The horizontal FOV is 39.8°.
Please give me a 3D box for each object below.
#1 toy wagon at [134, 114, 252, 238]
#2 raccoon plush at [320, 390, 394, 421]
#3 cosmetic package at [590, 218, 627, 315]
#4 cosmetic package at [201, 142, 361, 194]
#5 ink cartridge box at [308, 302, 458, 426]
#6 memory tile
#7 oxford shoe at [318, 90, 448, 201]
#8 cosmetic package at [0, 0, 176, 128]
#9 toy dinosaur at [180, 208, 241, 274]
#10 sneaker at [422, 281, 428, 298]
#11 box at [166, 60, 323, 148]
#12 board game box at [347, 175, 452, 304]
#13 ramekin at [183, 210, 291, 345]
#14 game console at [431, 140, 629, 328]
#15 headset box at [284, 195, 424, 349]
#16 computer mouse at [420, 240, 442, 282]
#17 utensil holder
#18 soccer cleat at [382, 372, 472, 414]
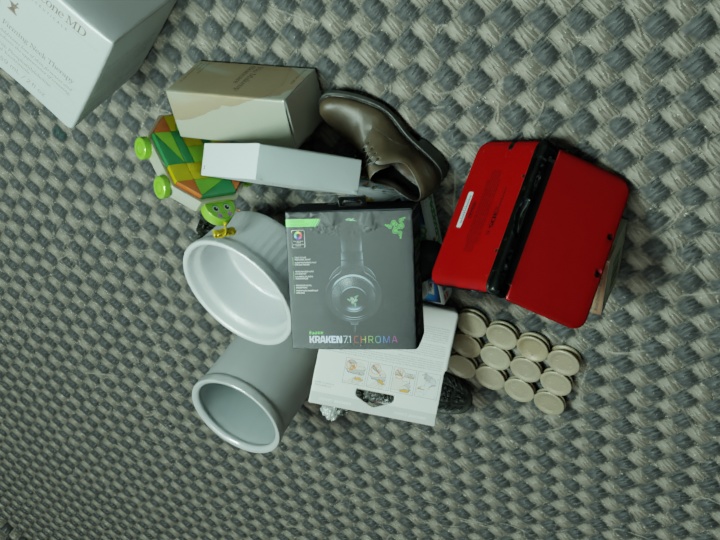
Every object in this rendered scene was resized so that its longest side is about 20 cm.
[{"bbox_3d":[-0.226,-0.139,1.428,0.040,0.154,0.201,-49,63,45],"label":"toy wagon"},{"bbox_3d":[0.020,0.148,1.563,0.097,0.199,0.135,34,150,46],"label":"raccoon plush"},{"bbox_3d":[0.236,-0.029,1.301,0.199,0.087,0.104,16,138,22],"label":"cosmetic package"},{"bbox_3d":[-0.111,-0.139,1.348,0.200,0.150,0.052,13,98,60],"label":"cosmetic package"},{"bbox_3d":[0.033,0.127,1.498,0.198,0.045,0.178,11,97,-1],"label":"ink cartridge box"},{"bbox_3d":[0.232,0.139,1.523,0.199,0.017,0.154,23,138,17],"label":"memory tile"},{"bbox_3d":[0.020,-0.166,1.325,0.199,0.085,0.073,36,142,2],"label":"oxford shoe"},{"bbox_3d":[-0.385,-0.345,1.372,0.167,0.167,0.200,41,139,-6],"label":"cosmetic package"},{"bbox_3d":[-0.211,-0.033,1.633,0.135,0.102,0.201,17,120,-1],"label":"toy dinosaur"},{"bbox_3d":[0.000,0.000,1.445,0.199,0.082,0.075,28,141,12],"label":"sneaker"},{"bbox_3d":[-0.158,-0.231,1.380,0.199,0.095,0.078,9,132,27],"label":"box"},{"bbox_3d":[0.057,-0.044,1.454,0.125,0.035,0.201,10,134,29],"label":"board game box"},{"bbox_3d":[-0.161,0.007,1.503,0.199,0.098,0.201,24,141,20],"label":"ramekin"},{"bbox_3d":[0.209,-0.047,1.239,0.118,0.201,0.172,30,166,-37],"label":"game console"},{"bbox_3d":[-0.005,-0.002,1.339,0.173,0.093,0.202,0,101,9],"label":"headset box"},{"bbox_3d":[0.031,0.018,1.396,0.199,0.034,0.059,-31,91,7],"label":"computer mouse"},{"bbox_3d":[-0.163,0.178,1.695,0.169,0.200,0.171,19,138,18],"label":"utensil holder"},{"bbox_3d":[0.097,0.204,1.654,0.198,0.069,0.073,7,156,25],"label":"soccer cleat"}]
